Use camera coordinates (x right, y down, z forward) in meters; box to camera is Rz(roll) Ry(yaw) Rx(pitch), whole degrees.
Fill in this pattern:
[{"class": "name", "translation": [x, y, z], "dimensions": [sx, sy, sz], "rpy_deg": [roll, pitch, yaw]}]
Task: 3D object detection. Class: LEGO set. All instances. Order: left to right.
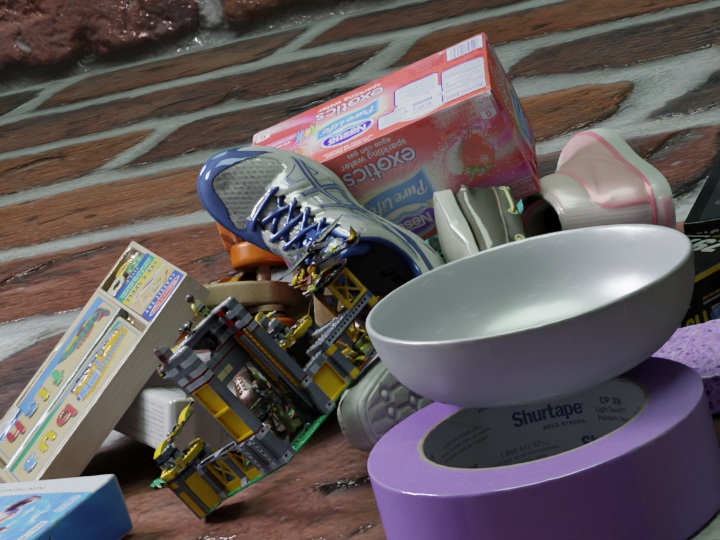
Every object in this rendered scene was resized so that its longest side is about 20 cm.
[{"class": "LEGO set", "translation": [-0.075, 0.055, 1.432], "dimensions": [0.200, 0.116, 0.154], "rpy_deg": [-47, 8, -28]}]

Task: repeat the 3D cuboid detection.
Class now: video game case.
[{"class": "video game case", "translation": [-0.276, 0.197, 1.407], "dimensions": [0.181, 0.046, 0.200], "rpy_deg": [-9, 16, 31]}]

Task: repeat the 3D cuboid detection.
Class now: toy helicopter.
[{"class": "toy helicopter", "translation": [-0.083, 0.033, 1.721], "dimensions": [0.132, 0.079, 0.200], "rpy_deg": [-11, -11, 24]}]

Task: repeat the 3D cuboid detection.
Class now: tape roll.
[{"class": "tape roll", "translation": [0.107, 0.116, 1.256], "dimensions": [0.199, 0.066, 0.200], "rpy_deg": [-15, 13, 4]}]

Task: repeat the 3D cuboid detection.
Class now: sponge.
[{"class": "sponge", "translation": [0.264, 0.053, 1.399], "dimensions": [0.199, 0.030, 0.112], "rpy_deg": [-14, 14, 8]}]

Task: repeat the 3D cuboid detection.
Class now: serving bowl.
[{"class": "serving bowl", "translation": [0.107, 0.035, 1.298], "dimensions": [0.199, 0.066, 0.200], "rpy_deg": [-15, 14, 4]}]

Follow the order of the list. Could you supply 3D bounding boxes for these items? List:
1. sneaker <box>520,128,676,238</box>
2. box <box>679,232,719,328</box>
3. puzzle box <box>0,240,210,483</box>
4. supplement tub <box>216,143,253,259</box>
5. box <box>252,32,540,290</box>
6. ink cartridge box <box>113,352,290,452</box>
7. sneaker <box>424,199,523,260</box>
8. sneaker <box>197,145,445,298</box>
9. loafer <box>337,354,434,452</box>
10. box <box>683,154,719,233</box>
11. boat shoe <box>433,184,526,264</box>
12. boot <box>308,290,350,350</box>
[{"class": "sneaker", "translation": [0.158, -0.055, 1.643], "dimensions": [0.104, 0.076, 0.200], "rpy_deg": [-13, 16, -9]}, {"class": "box", "translation": [0.180, 0.020, 1.586], "dimensions": [0.159, 0.050, 0.200], "rpy_deg": [-24, 16, -36]}, {"class": "puzzle box", "translation": [-0.196, 0.076, 1.583], "dimensions": [0.200, 0.025, 0.133], "rpy_deg": [-55, 26, -5]}, {"class": "supplement tub", "translation": [-0.033, -0.074, 2.031], "dimensions": [0.199, 0.123, 0.123], "rpy_deg": [-13, 14, 8]}, {"class": "box", "translation": [0.025, -0.080, 1.615], "dimensions": [0.199, 0.095, 0.103], "rpy_deg": [-23, 27, 13]}, {"class": "ink cartridge box", "translation": [-0.098, 0.093, 1.613], "dimensions": [0.176, 0.045, 0.200], "rpy_deg": [-4, 8, -27]}, {"class": "sneaker", "translation": [0.077, -0.015, 1.742], "dimensions": [0.199, 0.092, 0.078], "rpy_deg": [-15, 11, 4]}, {"class": "sneaker", "translation": [-0.024, -0.027, 1.525], "dimensions": [0.199, 0.075, 0.088], "rpy_deg": [26, 8, -1]}, {"class": "loafer", "translation": [0.029, 0.081, 1.486], "dimensions": [0.070, 0.070, 0.200], "rpy_deg": [-14, 5, 27]}, {"class": "box", "translation": [0.368, -0.063, 1.703], "dimensions": [0.198, 0.050, 0.200], "rpy_deg": [-11, 15, 23]}, {"class": "boat shoe", "translation": [0.106, 0.014, 1.499], "dimensions": [0.060, 0.072, 0.202], "rpy_deg": [-14, 48, -9]}, {"class": "boot", "translation": [0.000, 0.000, 1.654], "dimensions": [0.075, 0.074, 0.200], "rpy_deg": [4, 36, -1]}]
